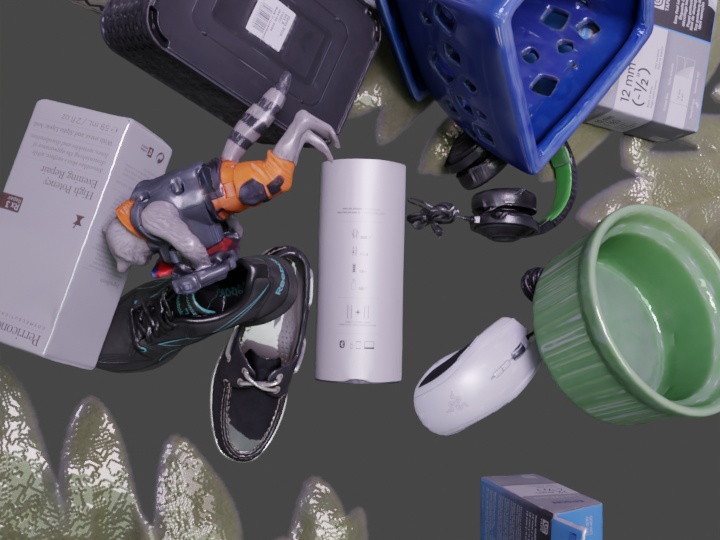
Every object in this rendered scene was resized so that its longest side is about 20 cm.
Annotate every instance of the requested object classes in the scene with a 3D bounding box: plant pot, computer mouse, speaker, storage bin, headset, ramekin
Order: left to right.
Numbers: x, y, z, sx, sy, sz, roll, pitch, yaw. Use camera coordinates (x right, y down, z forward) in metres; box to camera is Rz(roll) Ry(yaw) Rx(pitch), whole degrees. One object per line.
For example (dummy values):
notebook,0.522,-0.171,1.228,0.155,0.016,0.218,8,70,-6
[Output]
storage bin,-0.095,-0.203,0.743,0.200,0.094,0.136,30,80,-39
speaker,0.000,0.000,0.806,0.081,0.081,0.201,1,87,-14
headset,0.131,-0.082,0.835,0.200,0.094,0.124,-24,94,-25
plant pot,0.123,-0.237,0.762,0.180,0.200,0.200,33,74,33
computer mouse,0.141,0.089,0.857,0.200,0.044,0.110,-38,98,-13
ramekin,0.257,0.048,0.829,0.199,0.098,0.201,13,63,-27

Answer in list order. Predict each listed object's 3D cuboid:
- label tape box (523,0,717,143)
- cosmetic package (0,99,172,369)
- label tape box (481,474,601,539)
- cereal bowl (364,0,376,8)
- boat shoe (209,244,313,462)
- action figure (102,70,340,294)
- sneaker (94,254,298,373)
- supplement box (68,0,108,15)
label tape box,0.246,-0.223,0.885,0.199,0.066,0.144,13,85,-15
cosmetic package,-0.243,-0.030,0.730,0.101,0.074,0.201,14,81,22
label tape box,0.168,0.268,0.768,0.066,0.200,0.144,1,88,-15
cereal bowl,0.000,-0.341,0.799,0.200,0.083,0.201,-15,115,-34
boat shoe,-0.085,0.075,0.791,0.074,0.060,0.201,19,84,-13
action figure,-0.116,-0.065,0.700,0.193,0.200,0.105,-31,107,-3
sneaker,-0.154,0.030,0.742,0.199,0.079,0.076,-22,78,9
supplement box,-0.202,-0.326,0.769,0.126,0.074,0.201,22,83,-13
